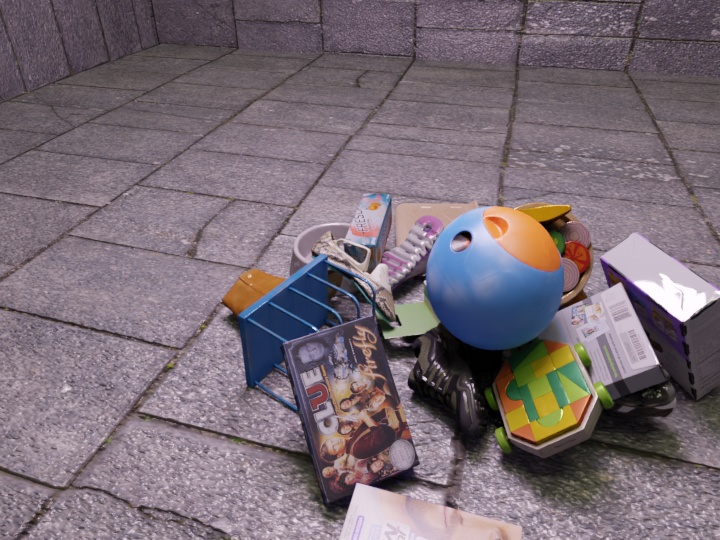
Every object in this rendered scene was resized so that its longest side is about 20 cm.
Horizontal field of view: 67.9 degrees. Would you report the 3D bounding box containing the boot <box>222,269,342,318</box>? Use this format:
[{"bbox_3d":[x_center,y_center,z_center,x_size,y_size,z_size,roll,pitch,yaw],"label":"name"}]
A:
[{"bbox_3d":[-0.143,0.029,0.982,0.143,0.072,0.199,32,53,33],"label":"boot"}]

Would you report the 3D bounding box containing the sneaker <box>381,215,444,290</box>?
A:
[{"bbox_3d":[0.098,-0.013,1.059,0.199,0.089,0.080,-42,47,-15],"label":"sneaker"}]

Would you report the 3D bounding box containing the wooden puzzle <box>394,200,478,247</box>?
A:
[{"bbox_3d":[0.176,-0.094,1.205,0.193,0.047,0.187,-4,34,5],"label":"wooden puzzle"}]

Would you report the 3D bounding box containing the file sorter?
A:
[{"bbox_3d":[-0.076,0.097,0.845,0.120,0.142,0.199,23,40,26],"label":"file sorter"}]

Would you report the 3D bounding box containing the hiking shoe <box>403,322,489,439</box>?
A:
[{"bbox_3d":[0.124,0.172,0.798,0.099,0.076,0.202,-28,37,12],"label":"hiking shoe"}]

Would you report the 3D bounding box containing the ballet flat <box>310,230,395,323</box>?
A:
[{"bbox_3d":[0.000,0.000,0.917,0.199,0.068,0.076,40,92,19],"label":"ballet flat"}]

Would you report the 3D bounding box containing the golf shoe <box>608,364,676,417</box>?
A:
[{"bbox_3d":[0.356,0.177,0.786,0.197,0.095,0.079,5,57,52],"label":"golf shoe"}]

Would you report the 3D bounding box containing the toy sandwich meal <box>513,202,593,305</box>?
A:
[{"bbox_3d":[0.304,-0.031,0.919,0.198,0.212,0.070,-2,-12,8],"label":"toy sandwich meal"}]

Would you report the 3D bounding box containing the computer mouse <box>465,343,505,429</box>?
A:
[{"bbox_3d":[0.206,0.166,0.838,0.057,0.035,0.203,-9,41,4],"label":"computer mouse"}]

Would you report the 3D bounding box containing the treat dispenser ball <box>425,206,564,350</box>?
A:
[{"bbox_3d":[0.192,0.011,0.777,0.194,0.206,0.203,-1,33,0],"label":"treat dispenser ball"}]

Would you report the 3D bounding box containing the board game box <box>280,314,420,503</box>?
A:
[{"bbox_3d":[-0.015,0.177,0.704,0.132,0.035,0.205,-15,79,-20],"label":"board game box"}]

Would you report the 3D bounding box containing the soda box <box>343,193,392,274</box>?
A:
[{"bbox_3d":[0.018,-0.075,1.045,0.061,0.070,0.202,3,35,11],"label":"soda box"}]

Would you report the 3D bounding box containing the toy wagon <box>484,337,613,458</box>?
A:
[{"bbox_3d":[0.244,0.154,0.736,0.153,0.040,0.203,-32,32,19],"label":"toy wagon"}]

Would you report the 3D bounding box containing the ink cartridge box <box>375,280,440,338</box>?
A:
[{"bbox_3d":[0.127,0.061,0.936,0.193,0.050,0.146,-3,17,-5],"label":"ink cartridge box"}]

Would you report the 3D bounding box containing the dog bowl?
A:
[{"bbox_3d":[-0.052,-0.031,1.101,0.193,0.060,0.202,0,34,0],"label":"dog bowl"}]

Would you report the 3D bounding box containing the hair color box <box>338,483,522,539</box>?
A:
[{"bbox_3d":[0.072,0.318,0.582,0.194,0.066,0.110,10,35,13],"label":"hair color box"}]

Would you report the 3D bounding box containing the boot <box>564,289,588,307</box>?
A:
[{"bbox_3d":[0.313,0.043,0.975,0.143,0.071,0.203,-36,80,0],"label":"boot"}]

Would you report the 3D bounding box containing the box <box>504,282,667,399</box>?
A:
[{"bbox_3d":[0.311,0.123,0.775,0.197,0.041,0.158,-29,32,24],"label":"box"}]

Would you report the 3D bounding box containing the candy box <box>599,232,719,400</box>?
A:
[{"bbox_3d":[0.462,0.069,0.811,0.071,0.201,0.169,-33,37,3],"label":"candy box"}]
